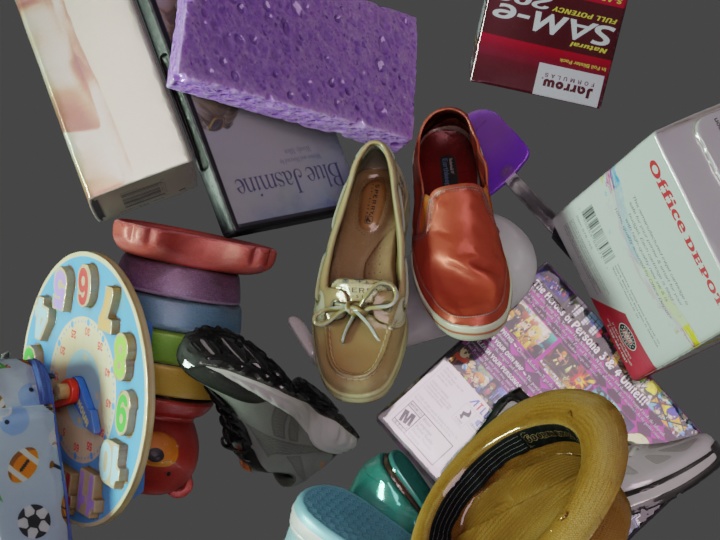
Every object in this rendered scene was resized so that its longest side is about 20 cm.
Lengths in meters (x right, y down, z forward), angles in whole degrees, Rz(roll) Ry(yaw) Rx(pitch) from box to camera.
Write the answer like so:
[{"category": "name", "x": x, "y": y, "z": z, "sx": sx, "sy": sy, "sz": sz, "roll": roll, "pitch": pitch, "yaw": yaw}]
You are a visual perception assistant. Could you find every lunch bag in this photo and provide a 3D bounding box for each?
[{"category": "lunch bag", "x": -0.265, "y": 0.158, "z": 1.467, "sx": 0.075, "sy": 0.160, "sz": 0.201, "roll": -2, "pitch": 81, "yaw": -23}]

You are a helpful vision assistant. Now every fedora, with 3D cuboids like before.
[{"category": "fedora", "x": 0.123, "y": 0.177, "z": 1.391, "sx": 0.082, "sy": 0.200, "sz": 0.201, "roll": 41, "pitch": 82, "yaw": -25}]

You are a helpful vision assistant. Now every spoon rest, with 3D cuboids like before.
[{"category": "spoon rest", "x": 0.042, "y": 0.020, "z": 1.540, "sx": 0.199, "sy": 0.061, "sz": 0.100, "roll": -26, "pitch": 57, "yaw": -11}]

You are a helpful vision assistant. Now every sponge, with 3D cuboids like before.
[{"category": "sponge", "x": -0.049, "y": -0.167, "z": 1.525, "sx": 0.199, "sy": 0.030, "sz": 0.112, "roll": 14, "pitch": 65, "yaw": -25}]

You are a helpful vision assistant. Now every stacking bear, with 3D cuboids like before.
[{"category": "stacking bear", "x": -0.146, "y": 0.070, "z": 1.504, "sx": 0.121, "sy": 0.114, "sz": 0.201, "roll": 10, "pitch": 92, "yaw": -17}]

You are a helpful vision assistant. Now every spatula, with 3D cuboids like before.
[{"category": "spatula", "x": 0.144, "y": -0.044, "z": 1.570, "sx": 0.057, "sy": 0.021, "sz": 0.200, "roll": -44, "pitch": 87, "yaw": 4}]

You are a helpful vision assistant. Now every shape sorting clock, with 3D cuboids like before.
[{"category": "shape sorting clock", "x": -0.204, "y": 0.087, "z": 1.465, "sx": 0.039, "sy": 0.200, "sz": 0.201, "roll": -4, "pitch": 80, "yaw": -35}]

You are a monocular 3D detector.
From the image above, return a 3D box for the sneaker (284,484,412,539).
[{"category": "sneaker", "x": 0.014, "y": 0.262, "z": 1.471, "sx": 0.200, "sy": 0.079, "sz": 0.131, "roll": 38, "pitch": 120, "yaw": 22}]

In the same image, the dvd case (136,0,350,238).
[{"category": "dvd case", "x": -0.083, "y": -0.128, "z": 1.535, "sx": 0.142, "sy": 0.018, "sz": 0.201, "roll": -13, "pitch": 80, "yaw": -47}]

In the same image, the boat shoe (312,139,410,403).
[{"category": "boat shoe", "x": 0.000, "y": 0.000, "z": 1.482, "sx": 0.073, "sy": 0.063, "sz": 0.201, "roll": 0, "pitch": 60, "yaw": 4}]

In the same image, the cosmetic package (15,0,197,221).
[{"category": "cosmetic package", "x": -0.199, "y": -0.150, "z": 1.538, "sx": 0.087, "sy": 0.103, "sz": 0.201, "roll": -20, "pitch": 81, "yaw": -4}]

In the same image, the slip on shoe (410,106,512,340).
[{"category": "slip on shoe", "x": 0.071, "y": -0.037, "z": 1.501, "sx": 0.074, "sy": 0.061, "sz": 0.201, "roll": -6, "pitch": 57, "yaw": 2}]

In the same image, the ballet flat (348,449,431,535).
[{"category": "ballet flat", "x": 0.061, "y": 0.229, "z": 1.514, "sx": 0.070, "sy": 0.067, "sz": 0.200, "roll": -42, "pitch": 84, "yaw": 17}]

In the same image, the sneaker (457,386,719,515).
[{"category": "sneaker", "x": 0.161, "y": 0.131, "z": 1.479, "sx": 0.199, "sy": 0.076, "sz": 0.116, "roll": -20, "pitch": 85, "yaw": -1}]

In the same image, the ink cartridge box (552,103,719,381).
[{"category": "ink cartridge box", "x": 0.262, "y": -0.030, "z": 1.466, "sx": 0.144, "sy": 0.200, "sz": 0.146, "roll": -22, "pitch": 82, "yaw": -20}]

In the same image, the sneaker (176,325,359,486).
[{"category": "sneaker", "x": -0.075, "y": 0.106, "z": 1.466, "sx": 0.079, "sy": 0.200, "sz": 0.074, "roll": -46, "pitch": 50, "yaw": 2}]

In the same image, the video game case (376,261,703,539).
[{"category": "video game case", "x": 0.143, "y": 0.127, "z": 1.537, "sx": 0.181, "sy": 0.036, "sz": 0.200, "roll": -42, "pitch": 85, "yaw": -7}]

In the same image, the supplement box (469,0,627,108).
[{"category": "supplement box", "x": 0.156, "y": -0.236, "z": 1.541, "sx": 0.108, "sy": 0.061, "sz": 0.201, "roll": 12, "pitch": 108, "yaw": 1}]
